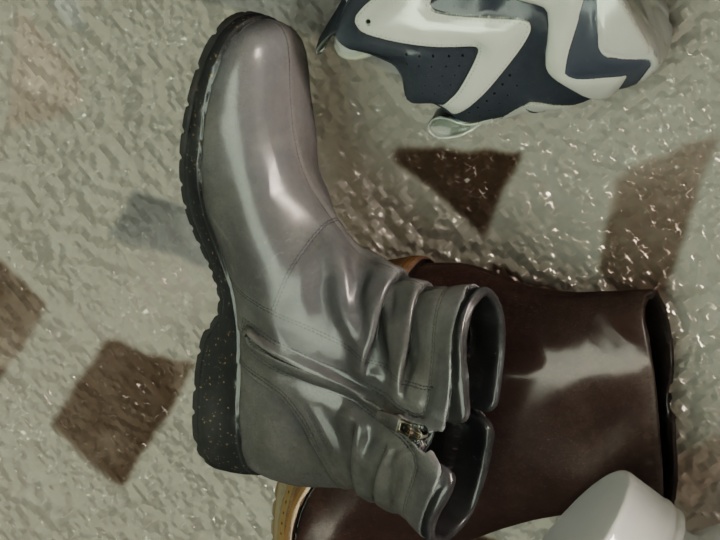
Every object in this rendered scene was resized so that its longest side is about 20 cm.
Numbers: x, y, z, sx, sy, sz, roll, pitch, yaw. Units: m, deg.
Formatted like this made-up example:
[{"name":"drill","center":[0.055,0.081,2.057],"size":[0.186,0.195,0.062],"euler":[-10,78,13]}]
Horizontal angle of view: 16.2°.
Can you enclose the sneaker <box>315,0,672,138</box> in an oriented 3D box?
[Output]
[{"name":"sneaker","center":[0.021,-0.140,0.980],"size":[0.129,0.080,0.199],"euler":[-26,107,22]}]

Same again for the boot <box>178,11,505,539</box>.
[{"name":"boot","center":[0.000,0.000,1.001],"size":[0.131,0.070,0.201],"euler":[11,113,36]}]

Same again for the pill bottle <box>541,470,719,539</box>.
[{"name":"pill bottle","center":[0.158,0.170,1.002],"size":[0.200,0.112,0.112],"euler":[39,121,-7]}]

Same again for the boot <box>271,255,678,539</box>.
[{"name":"boot","center":[0.049,0.094,1.064],"size":[0.166,0.072,0.201],"euler":[6,109,25]}]
